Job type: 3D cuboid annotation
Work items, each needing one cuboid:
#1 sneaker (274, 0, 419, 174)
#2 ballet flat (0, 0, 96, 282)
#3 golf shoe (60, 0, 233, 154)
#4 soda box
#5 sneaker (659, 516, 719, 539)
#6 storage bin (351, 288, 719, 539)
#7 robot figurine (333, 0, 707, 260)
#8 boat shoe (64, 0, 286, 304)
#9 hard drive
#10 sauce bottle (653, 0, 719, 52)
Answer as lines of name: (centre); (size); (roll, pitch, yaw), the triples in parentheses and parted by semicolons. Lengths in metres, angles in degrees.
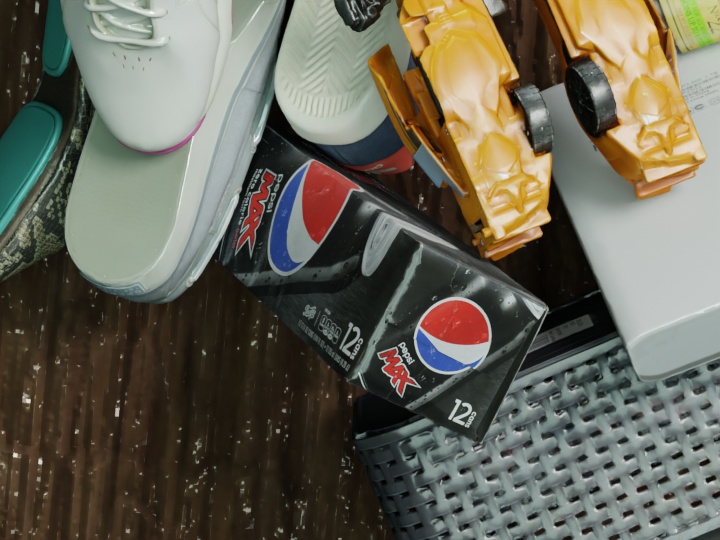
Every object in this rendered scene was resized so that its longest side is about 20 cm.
sneaker: (0.022, -0.135, 1.260); (0.075, 0.085, 0.201); (13, 73, 30)
ballet flat: (-0.118, -0.073, 1.270); (0.075, 0.068, 0.201); (18, 95, -26)
golf shoe: (-0.097, -0.135, 1.140); (0.075, 0.092, 0.201); (3, 113, 15)
soda box: (0.000, 0.000, 1.199); (0.071, 0.200, 0.064); (26, 96, -27)
sneaker: (0.220, 0.150, 1.273); (0.199, 0.083, 0.072); (8, 96, 0)
storage bin: (0.104, 0.066, 1.239); (0.199, 0.135, 0.094); (-22, 96, 3)
robot figurine: (0.054, -0.113, 1.171); (0.144, 0.058, 0.201); (-20, 77, -12)
boat shoe: (-0.072, -0.081, 1.241); (0.070, 0.072, 0.202); (16, 82, 18)
hard drive: (0.151, -0.039, 1.202); (0.131, 0.200, 0.026); (-21, 123, 3)
sauce bottle: (0.203, -0.148, 1.236); (0.199, 0.065, 0.065); (-19, 95, 14)
